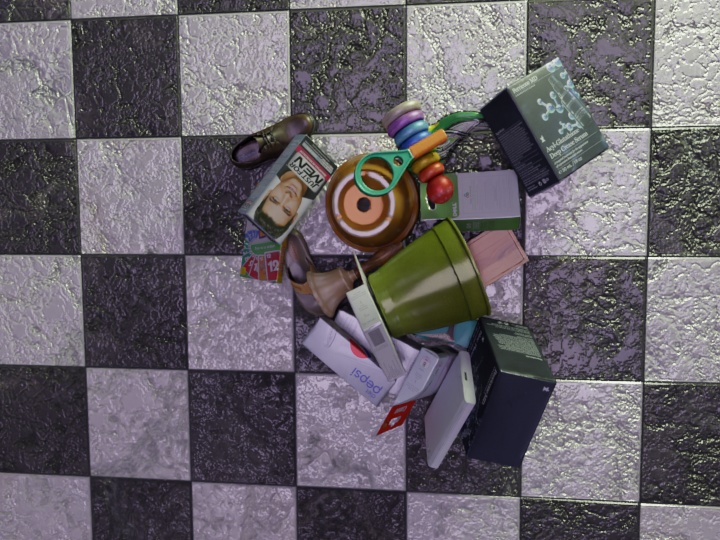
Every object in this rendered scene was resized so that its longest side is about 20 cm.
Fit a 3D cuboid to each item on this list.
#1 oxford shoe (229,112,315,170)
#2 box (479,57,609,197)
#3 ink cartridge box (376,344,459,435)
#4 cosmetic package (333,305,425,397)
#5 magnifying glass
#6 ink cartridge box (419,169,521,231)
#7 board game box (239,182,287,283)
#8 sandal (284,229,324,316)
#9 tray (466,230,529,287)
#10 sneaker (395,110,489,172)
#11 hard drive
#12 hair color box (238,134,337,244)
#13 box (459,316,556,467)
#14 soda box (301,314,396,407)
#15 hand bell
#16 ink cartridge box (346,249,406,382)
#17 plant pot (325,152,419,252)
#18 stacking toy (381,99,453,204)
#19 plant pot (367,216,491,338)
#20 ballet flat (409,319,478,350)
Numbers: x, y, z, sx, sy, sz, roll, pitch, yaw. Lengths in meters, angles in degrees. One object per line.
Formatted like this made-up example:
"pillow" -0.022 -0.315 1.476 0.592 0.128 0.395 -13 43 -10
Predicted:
"oxford shoe" -0.182 -0.265 1.521 0.197 0.084 0.074 -29 89 8
"box" 0.351 -0.272 1.405 0.147 0.107 0.202 -32 91 -23
"ink cartridge box" 0.122 0.248 1.487 0.056 0.162 0.204 26 97 22
"cosmetic package" 0.027 0.170 1.533 0.197 0.081 0.115 25 96 6
"magnifying glass" 0.075 -0.204 1.356 0.198 0.022 0.081 -31 85 -14
"ink cartridge box" 0.218 -0.137 1.470 0.195 0.060 0.106 -2 68 7
"board game box" -0.198 -0.081 1.553 0.093 0.030 0.205 9 90 23
"sandal" -0.120 0.008 1.552 0.079 0.054 0.203 -26 91 9
"tray" 0.236 -0.012 1.510 0.198 0.037 0.100 -32 91 9
"sneaker" 0.173 -0.257 1.472 0.196 0.078 0.087 -22 79 17
"hard drive" 0.175 0.277 1.457 0.026 0.133 0.203 14 128 -10
"hair color box" -0.146 -0.165 1.484 0.099 0.060 0.202 41 80 -27
"box" 0.267 0.229 1.412 0.115 0.201 0.200 12 114 -9
"soda box" -0.020 0.178 1.468 0.199 0.063 0.069 40 97 3
"hand bell" 0.000 0.000 1.472 0.197 0.104 0.106 -30 91 8
"ink cartridge box" 0.019 0.089 1.390 0.044 0.201 0.178 -24 52 1
"plant pot" 0.017 -0.134 1.454 0.195 0.183 0.206 1 95 8
"stacking toy" 0.119 -0.221 1.415 0.084 0.085 0.203 -27 85 9
"plant pot" 0.122 0.032 1.397 0.190 0.200 0.204 -25 92 1
"ballet flat" 0.182 0.119 1.513 0.195 0.064 0.077 15 92 -5
